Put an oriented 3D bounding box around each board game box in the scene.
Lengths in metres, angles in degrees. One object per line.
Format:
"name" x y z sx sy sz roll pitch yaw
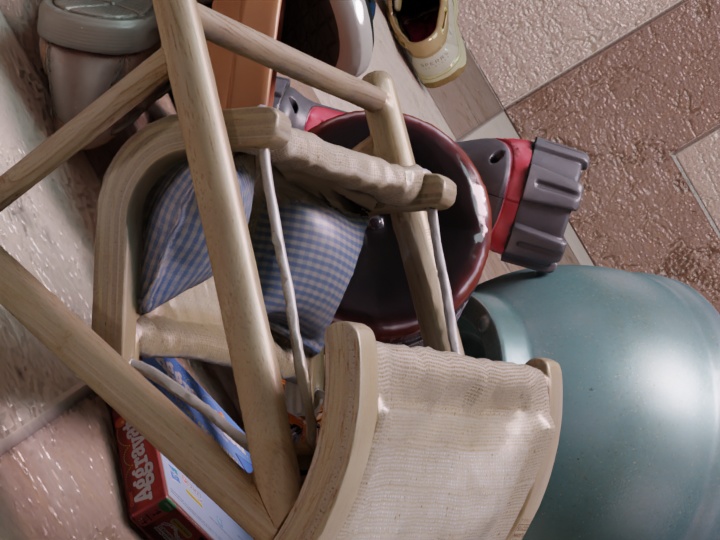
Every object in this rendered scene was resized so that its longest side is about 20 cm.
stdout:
"board game box" -0.038 0.111 0.893 0.200 0.019 0.103 51 15 -40

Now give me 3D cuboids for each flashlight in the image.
"flashlight" 0.015 -0.056 1.149 0.068 0.199 0.068 107 -1 -49

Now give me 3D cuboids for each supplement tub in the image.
"supplement tub" 0.000 0.000 1.066 0.107 0.106 0.200 61 -11 10

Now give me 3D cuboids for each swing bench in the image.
"swing bench" -0.025 0.027 0.790 0.201 0.129 0.199 59 17 16

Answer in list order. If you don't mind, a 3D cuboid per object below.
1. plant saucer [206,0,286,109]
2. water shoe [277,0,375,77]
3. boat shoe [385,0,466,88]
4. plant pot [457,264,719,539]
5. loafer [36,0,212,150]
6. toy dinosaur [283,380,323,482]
"plant saucer" -0.056 -0.071 1.006 0.200 0.032 0.202 -172 -90 -87
"water shoe" -0.016 -0.166 1.133 0.200 0.078 0.072 -119 -148 -47
"boat shoe" 0.062 -0.276 2.308 0.067 0.074 0.201 57 9 -43
"plant pot" 0.086 0.083 1.171 0.134 0.201 0.201 18 34 -32
"loafer" -0.109 -0.106 1.041 0.200 0.071 0.063 -55 156 -73
"toy dinosaur" 0.004 0.073 0.993 0.135 0.102 0.200 30 19 -16
